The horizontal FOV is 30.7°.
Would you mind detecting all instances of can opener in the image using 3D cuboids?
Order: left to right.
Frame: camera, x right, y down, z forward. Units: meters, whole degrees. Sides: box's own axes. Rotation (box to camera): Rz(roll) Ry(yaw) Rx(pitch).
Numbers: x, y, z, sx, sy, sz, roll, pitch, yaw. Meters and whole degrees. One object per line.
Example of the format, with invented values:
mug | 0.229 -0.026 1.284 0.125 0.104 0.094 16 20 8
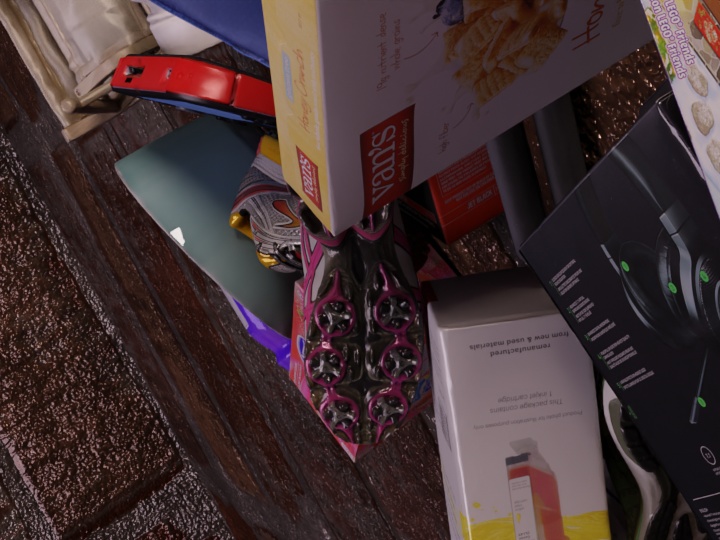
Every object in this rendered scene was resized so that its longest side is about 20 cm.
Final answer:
can opener | 0.081 -0.102 0.678 0.067 0.053 0.202 -90 -17 -55

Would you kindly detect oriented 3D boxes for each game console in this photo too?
game console | -0.070 -0.110 0.901 0.199 0.175 0.031 21 95 63

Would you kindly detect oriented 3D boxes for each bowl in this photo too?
bowl | -0.090 -0.051 1.055 0.201 0.105 0.201 45 -179 -1

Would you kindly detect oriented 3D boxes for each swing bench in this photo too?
swing bench | -0.283 -0.254 1.288 0.201 0.129 0.200 60 168 -5

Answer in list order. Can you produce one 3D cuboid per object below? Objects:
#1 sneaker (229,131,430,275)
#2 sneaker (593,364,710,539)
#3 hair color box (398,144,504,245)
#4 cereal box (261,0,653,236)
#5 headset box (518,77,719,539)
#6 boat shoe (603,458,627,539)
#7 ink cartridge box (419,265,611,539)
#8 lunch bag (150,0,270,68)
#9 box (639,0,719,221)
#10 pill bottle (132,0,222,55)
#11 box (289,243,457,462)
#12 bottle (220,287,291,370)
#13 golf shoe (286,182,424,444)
sneaker | -0.024 -0.026 0.898 0.077 0.083 0.199 31 -179 -35
sneaker | 0.165 0.101 0.743 0.089 0.076 0.202 -125 19 -56
hair color box | 0.023 -0.125 0.754 0.101 0.061 0.202 36 151 54
cereal box | 0.057 -0.111 0.450 0.040 0.199 0.145 47 160 28
headset box | 0.167 0.015 0.530 0.201 0.092 0.174 56 163 9
boat shoe | 0.160 0.177 0.860 0.200 0.065 0.074 33 149 55
ink cartridge box | 0.089 0.110 0.757 0.145 0.082 0.203 -105 7 -80
lunch bag | -0.004 -0.150 0.567 0.199 0.131 0.138 30 114 37
box | 0.158 -0.063 0.370 0.202 0.135 0.039 65 -159 -18
pill bottle | -0.133 -0.253 0.886 0.113 0.113 0.202 19 137 64
box | 0.012 0.056 1.011 0.095 0.102 0.201 50 162 17
bottle | -0.076 0.027 1.240 0.201 0.083 0.065 57 162 4
golf shoe | 0.000 0.000 0.772 0.092 0.071 0.203 -83 -11 -75
